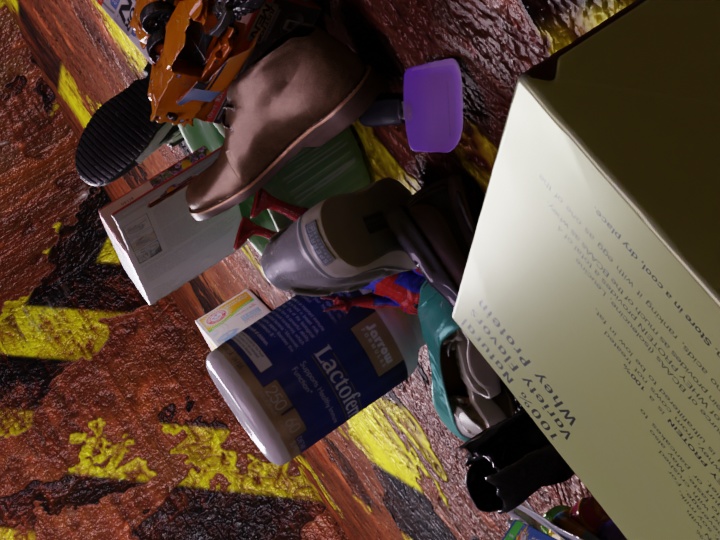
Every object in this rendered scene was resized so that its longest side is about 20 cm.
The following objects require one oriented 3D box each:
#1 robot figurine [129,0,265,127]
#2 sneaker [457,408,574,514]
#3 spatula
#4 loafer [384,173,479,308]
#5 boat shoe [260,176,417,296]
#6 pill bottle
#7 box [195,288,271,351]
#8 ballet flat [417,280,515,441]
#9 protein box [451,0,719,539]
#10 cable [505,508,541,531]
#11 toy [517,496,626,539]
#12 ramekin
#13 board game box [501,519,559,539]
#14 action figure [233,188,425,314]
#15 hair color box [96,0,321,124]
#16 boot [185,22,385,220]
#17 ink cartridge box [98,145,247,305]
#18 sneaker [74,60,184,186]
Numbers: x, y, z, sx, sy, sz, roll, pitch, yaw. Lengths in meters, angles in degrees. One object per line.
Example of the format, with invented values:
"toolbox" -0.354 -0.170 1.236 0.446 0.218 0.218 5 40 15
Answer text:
"robot figurine" -0.094 -0.196 0.762 0.200 0.058 0.145 -47 49 42
"sneaker" 0.118 0.143 0.870 0.060 0.104 0.200 52 166 19
"spatula" 0.028 -0.108 0.780 0.200 0.021 0.057 -157 63 -75
"loafer" 0.097 0.024 0.774 0.200 0.063 0.072 52 -177 6
"boat shoe" -0.008 -0.021 0.826 0.201 0.071 0.070 -13 -101 -65
"pill bottle" -0.022 0.067 0.995 0.116 0.200 0.116 52 167 17
"box" -0.177 0.128 1.895 0.200 0.112 0.101 38 157 58
"ballet flat" 0.090 0.090 0.917 0.070 0.067 0.200 -117 6 -49
"protein box" 0.151 0.021 0.396 0.199 0.135 0.200 52 166 17
"cable" 0.183 0.314 0.985 0.200 0.069 0.200 43 -168 -44
"toy" 0.185 0.201 0.863 0.115 0.047 0.200 35 170 -5
"ramekin" -0.076 -0.105 1.012 0.200 0.098 0.200 53 167 18
"board game box" 0.204 0.262 0.844 0.200 0.034 0.135 37 170 -10
"action figure" 0.000 0.000 0.917 0.052 0.200 0.065 -83 19 -48
"hair color box" -0.127 -0.211 0.903 0.064 0.111 0.200 3 -145 -47
"boot" -0.075 -0.107 0.836 0.075 0.074 0.200 41 129 -18
"ink cartridge box" -0.162 -0.049 0.989 0.050 0.109 0.200 52 166 18
"sneaker" -0.184 -0.150 1.099 0.074 0.200 0.089 45 -177 25
